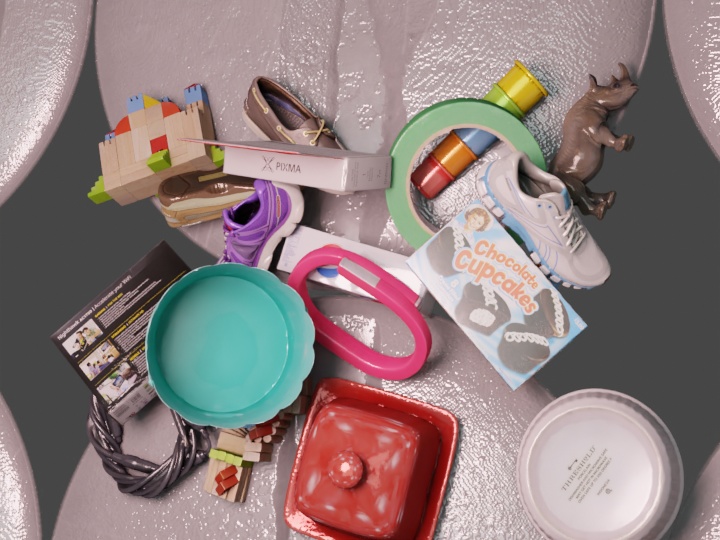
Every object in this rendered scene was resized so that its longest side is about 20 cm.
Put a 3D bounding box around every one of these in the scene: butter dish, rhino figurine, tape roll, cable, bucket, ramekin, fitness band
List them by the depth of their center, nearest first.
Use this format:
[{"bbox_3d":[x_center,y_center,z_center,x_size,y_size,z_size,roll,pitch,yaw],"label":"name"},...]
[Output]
[{"bbox_3d":[0.274,0.238,1.385,0.200,0.094,0.205,-2,81,15],"label":"ramekin"},{"bbox_3d":[-0.001,0.240,1.434,0.197,0.148,0.202,14,85,16],"label":"butter dish"},{"bbox_3d":[-0.163,0.089,1.446,0.205,0.135,0.210,1,88,-12],"label":"bucket"},{"bbox_3d":[0.128,-0.108,1.462,0.198,0.048,0.203,0,105,1],"label":"tape roll"},{"bbox_3d":[0.288,-0.164,1.465,0.087,0.060,0.202,17,83,22],"label":"rhino figurine"},{"bbox_3d":[-0.001,0.054,1.470,0.199,0.037,0.144,35,136,3],"label":"fitness band"},{"bbox_3d":[-0.288,0.196,1.577,0.163,0.051,0.201,-40,70,14],"label":"cable"}]

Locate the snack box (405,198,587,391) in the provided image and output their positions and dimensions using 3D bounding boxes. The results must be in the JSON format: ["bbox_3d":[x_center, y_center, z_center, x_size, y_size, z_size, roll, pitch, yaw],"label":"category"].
[{"bbox_3d":[0.160,0.028,1.412,0.116,0.037,0.200,-41,80,1],"label":"snack box"}]

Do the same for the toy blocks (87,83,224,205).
[{"bbox_3d":[-0.277,-0.180,1.616,0.198,0.100,0.138,-19,65,11],"label":"toy blocks"}]

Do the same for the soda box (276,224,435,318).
[{"bbox_3d":[0.000,0.000,1.513,0.198,0.068,0.064,17,86,18],"label":"soda box"}]

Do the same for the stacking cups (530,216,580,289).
[{"bbox_3d":[0.216,0.022,1.453,0.060,0.060,0.202,19,87,17],"label":"stacking cups"}]

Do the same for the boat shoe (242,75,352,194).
[{"bbox_3d":[-0.075,-0.177,1.556,0.200,0.060,0.072,42,53,20],"label":"boat shoe"}]

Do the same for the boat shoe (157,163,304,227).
[{"bbox_3d":[-0.165,-0.099,1.579,0.197,0.077,0.072,-9,43,-3],"label":"boat shoe"}]

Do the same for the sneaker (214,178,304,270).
[{"bbox_3d":[-0.150,-0.047,1.524,0.201,0.083,0.081,-55,38,32],"label":"sneaker"}]

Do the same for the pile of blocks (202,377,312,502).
[{"bbox_3d":[-0.140,0.208,1.522,0.082,0.062,0.201,38,92,17],"label":"pile of blocks"}]

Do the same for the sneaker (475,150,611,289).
[{"bbox_3d":[0.225,-0.059,1.388,0.200,0.087,0.075,43,60,-7],"label":"sneaker"}]

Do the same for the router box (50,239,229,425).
[{"bbox_3d":[-0.282,0.078,1.554,0.200,0.051,0.149,-41,63,-9],"label":"router box"}]

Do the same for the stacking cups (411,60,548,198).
[{"bbox_3d":[0.147,-0.172,1.507,0.200,0.060,0.061,-46,73,10],"label":"stacking cups"}]

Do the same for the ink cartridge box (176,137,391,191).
[{"bbox_3d":[-0.091,-0.127,1.422,0.198,0.175,0.045,11,101,37],"label":"ink cartridge box"}]
